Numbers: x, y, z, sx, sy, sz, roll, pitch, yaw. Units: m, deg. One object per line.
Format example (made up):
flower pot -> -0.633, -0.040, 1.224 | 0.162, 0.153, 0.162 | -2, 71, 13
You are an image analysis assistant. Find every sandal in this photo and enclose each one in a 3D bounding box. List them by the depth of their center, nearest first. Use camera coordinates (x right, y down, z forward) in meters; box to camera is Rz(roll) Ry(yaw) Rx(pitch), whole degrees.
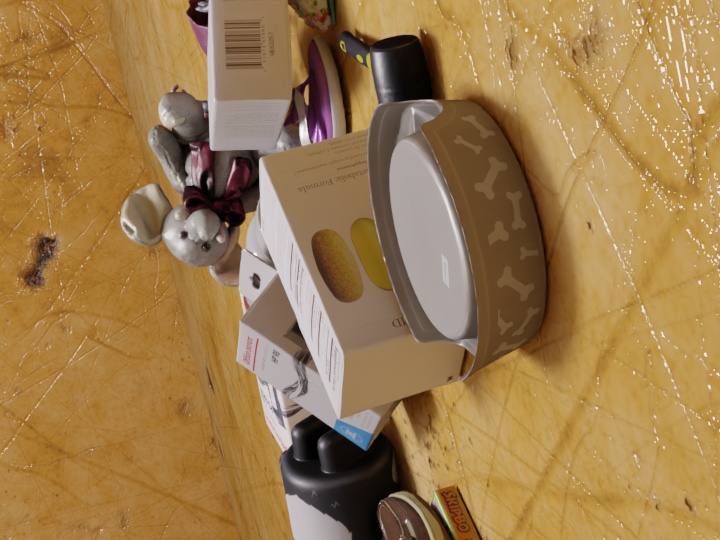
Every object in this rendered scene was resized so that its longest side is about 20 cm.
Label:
sandal -> -0.048, -0.135, 1.248 | 0.203, 0.050, 0.083 | 94, 157, -53

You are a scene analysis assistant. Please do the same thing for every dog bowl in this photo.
dog bowl -> 0.065, -0.026, 0.900 | 0.200, 0.058, 0.201 | 164, 90, -77

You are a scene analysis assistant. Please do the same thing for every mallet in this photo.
mallet -> 0.014, -0.154, 1.025 | 0.200, 0.041, 0.066 | -135, 30, -73

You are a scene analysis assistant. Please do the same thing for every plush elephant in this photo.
plush elephant -> -0.163, -0.075, 1.387 | 0.200, 0.164, 0.155 | 143, 141, -66

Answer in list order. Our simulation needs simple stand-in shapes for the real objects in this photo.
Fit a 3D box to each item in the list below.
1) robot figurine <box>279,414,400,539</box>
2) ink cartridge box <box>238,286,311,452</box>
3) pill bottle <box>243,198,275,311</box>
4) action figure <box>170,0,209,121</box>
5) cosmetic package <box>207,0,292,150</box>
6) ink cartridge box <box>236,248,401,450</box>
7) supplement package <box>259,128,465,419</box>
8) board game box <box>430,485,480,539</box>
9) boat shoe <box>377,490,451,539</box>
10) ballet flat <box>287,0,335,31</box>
robot figurine -> -0.019, 0.245, 1.383 | 0.150, 0.124, 0.201 | -105, 6, -65
ink cartridge box -> -0.075, 0.117, 1.555 | 0.145, 0.084, 0.201 | -135, 33, -65
pill bottle -> -0.063, -0.011, 1.317 | 0.200, 0.109, 0.110 | 104, 148, -64
action figure -> -0.117, -0.219, 1.401 | 0.148, 0.134, 0.201 | 9, 131, 34
cosmetic package -> -0.106, -0.180, 1.209 | 0.200, 0.074, 0.102 | 137, 132, -82
ink cartridge box -> -0.052, 0.077, 1.240 | 0.200, 0.067, 0.116 | 34, 157, 8
supplement package -> 0.000, 0.000, 1.072 | 0.110, 0.113, 0.200 | 95, 155, -57
board game box -> 0.083, 0.296, 1.222 | 0.200, 0.030, 0.096 | 101, 152, -48
boat shoe -> 0.047, 0.266, 1.147 | 0.202, 0.075, 0.075 | -133, 34, -58
ballet flat -> -0.070, -0.302, 1.129 | 0.076, 0.064, 0.201 | -136, 33, -63
